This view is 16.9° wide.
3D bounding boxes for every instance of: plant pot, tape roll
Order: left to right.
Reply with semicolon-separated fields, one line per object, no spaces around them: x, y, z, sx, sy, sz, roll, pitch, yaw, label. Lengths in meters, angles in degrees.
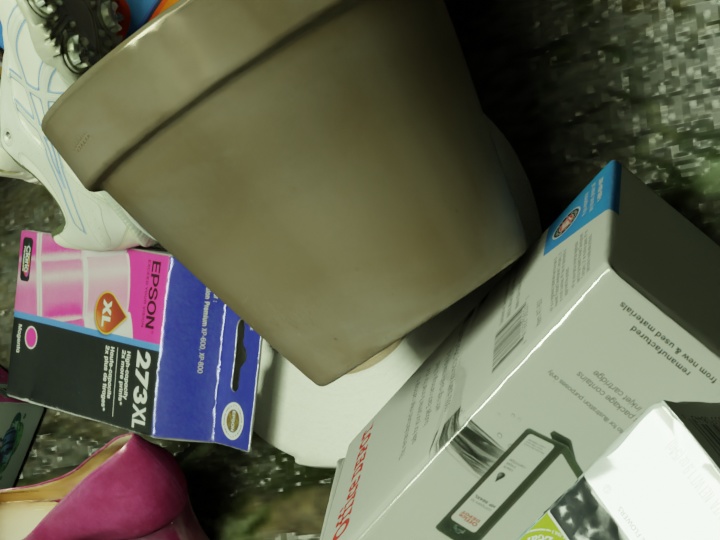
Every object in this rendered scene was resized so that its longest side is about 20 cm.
-0.018;-0.049;1.109;0.200;0.200;0.174;-34;89;29;plant pot
0.000;0.000;1.222;0.202;0.037;0.204;-4;83;35;tape roll

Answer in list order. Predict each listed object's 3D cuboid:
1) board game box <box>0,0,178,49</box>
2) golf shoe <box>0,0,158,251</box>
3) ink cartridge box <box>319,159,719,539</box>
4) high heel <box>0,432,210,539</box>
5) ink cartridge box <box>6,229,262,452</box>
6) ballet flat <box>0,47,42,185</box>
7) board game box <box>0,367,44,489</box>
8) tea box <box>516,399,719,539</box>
-0.120;-0.158;1.245;0.200;0.045;0.152;39;117;-4;board game box
-0.160;-0.094;1.220;0.097;0.078;0.201;-16;107;28;golf shoe
0.076;0.066;1.080;0.084;0.146;0.200;38;111;-8;ink cartridge box
-0.180;0.123;1.291;0.199;0.096;0.068;1;44;30;high heel
-0.121;0.034;1.279;0.199;0.037;0.095;9;94;50;ink cartridge box
-0.201;-0.089;1.292;0.200;0.067;0.068;33;124;-10;ballet flat
-0.296;0.061;1.332;0.147;0.200;0.065;34;107;33;board game box
0.143;0.164;1.000;0.197;0.200;0.134;-49;62;22;tea box
